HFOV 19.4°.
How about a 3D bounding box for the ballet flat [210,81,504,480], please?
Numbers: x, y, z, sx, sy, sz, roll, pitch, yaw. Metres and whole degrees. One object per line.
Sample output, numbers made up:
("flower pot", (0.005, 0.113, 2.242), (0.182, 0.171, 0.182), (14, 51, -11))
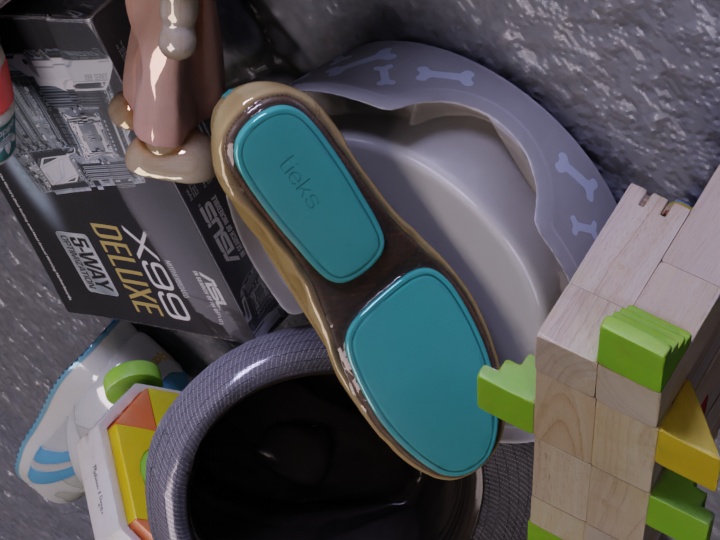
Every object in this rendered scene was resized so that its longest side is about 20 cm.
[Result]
("ballet flat", (0.000, 0.000, 0.903), (0.200, 0.068, 0.063), (60, 172, -22))

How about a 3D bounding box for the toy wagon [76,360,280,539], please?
("toy wagon", (-0.063, 0.129, 1.156), (0.199, 0.156, 0.040), (14, 137, -39))

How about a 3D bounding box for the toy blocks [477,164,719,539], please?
("toy blocks", (0.122, 0.024, 0.830), (0.100, 0.137, 0.200), (26, 152, 19))

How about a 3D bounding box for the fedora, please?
("fedora", (-0.016, 0.104, 1.080), (0.090, 0.199, 0.178), (-130, 49, -69))

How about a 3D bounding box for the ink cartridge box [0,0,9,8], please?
("ink cartridge box", (-0.240, -0.209, 0.991), (0.199, 0.084, 0.145), (13, 139, 38))

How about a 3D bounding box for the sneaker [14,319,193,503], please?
("sneaker", (-0.153, 0.104, 1.282), (0.081, 0.077, 0.200), (39, 150, 3))

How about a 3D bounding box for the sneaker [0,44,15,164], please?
("sneaker", (-0.247, -0.096, 1.052), (0.199, 0.070, 0.094), (12, 129, 37))

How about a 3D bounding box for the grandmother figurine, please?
("grandmother figurine", (-0.083, -0.141, 0.905), (0.121, 0.060, 0.201), (56, 151, 40))

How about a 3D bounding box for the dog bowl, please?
("dog bowl", (0.034, -0.015, 0.944), (0.200, 0.059, 0.201), (29, 147, 21))

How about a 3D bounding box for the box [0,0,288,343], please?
("box", (-0.129, -0.060, 1.079), (0.157, 0.050, 0.201), (9, 135, 43))
